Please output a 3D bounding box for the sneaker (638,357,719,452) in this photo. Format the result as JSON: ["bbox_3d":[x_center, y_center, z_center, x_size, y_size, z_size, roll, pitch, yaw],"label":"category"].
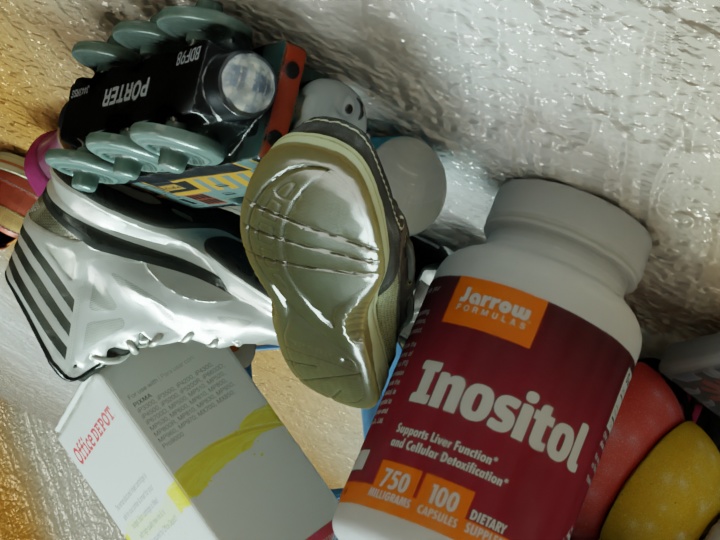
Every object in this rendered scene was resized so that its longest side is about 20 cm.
[{"bbox_3d":[0.193,0.101,1.032,0.199,0.077,0.084,1,140,23],"label":"sneaker"}]

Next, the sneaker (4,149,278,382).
[{"bbox_3d":[-0.109,0.022,0.957,0.200,0.115,0.076,27,-159,-18],"label":"sneaker"}]

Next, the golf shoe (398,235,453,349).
[{"bbox_3d":[0.000,0.000,1.029,0.200,0.078,0.095,10,143,37],"label":"golf shoe"}]

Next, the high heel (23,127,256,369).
[{"bbox_3d":[-0.144,-0.012,1.101,0.200,0.067,0.096,57,152,-4],"label":"high heel"}]

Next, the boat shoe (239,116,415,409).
[{"bbox_3d":[-0.009,-0.011,0.797,0.072,0.066,0.201,17,146,16],"label":"boat shoe"}]

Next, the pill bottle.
[{"bbox_3d":[0.072,0.061,0.838,0.113,0.200,0.113,21,166,6],"label":"pill bottle"}]

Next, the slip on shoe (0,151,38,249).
[{"bbox_3d":[-0.286,-0.048,1.291,0.074,0.061,0.200,27,167,-23],"label":"slip on shoe"}]

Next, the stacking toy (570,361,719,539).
[{"bbox_3d":[0.151,0.118,0.934,0.200,0.146,0.146,39,173,24],"label":"stacking toy"}]

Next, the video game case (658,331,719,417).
[{"bbox_3d":[0.279,0.085,0.890,0.182,0.023,0.200,36,160,-11],"label":"video game case"}]

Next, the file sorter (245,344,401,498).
[{"bbox_3d":[-0.028,0.101,1.186,0.122,0.139,0.200,-4,169,-10],"label":"file sorter"}]

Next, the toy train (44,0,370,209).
[{"bbox_3d":[-0.079,-0.076,0.841,0.114,0.085,0.200,17,169,-31],"label":"toy train"}]

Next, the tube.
[{"bbox_3d":[-0.027,-0.049,0.921,0.077,0.050,0.200,35,166,-28],"label":"tube"}]

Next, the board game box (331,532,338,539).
[{"bbox_3d":[0.089,0.177,0.937,0.199,0.062,0.200,18,-176,15],"label":"board game box"}]

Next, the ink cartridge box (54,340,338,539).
[{"bbox_3d":[-0.090,0.142,1.033,0.200,0.083,0.145,54,152,6],"label":"ink cartridge box"}]
